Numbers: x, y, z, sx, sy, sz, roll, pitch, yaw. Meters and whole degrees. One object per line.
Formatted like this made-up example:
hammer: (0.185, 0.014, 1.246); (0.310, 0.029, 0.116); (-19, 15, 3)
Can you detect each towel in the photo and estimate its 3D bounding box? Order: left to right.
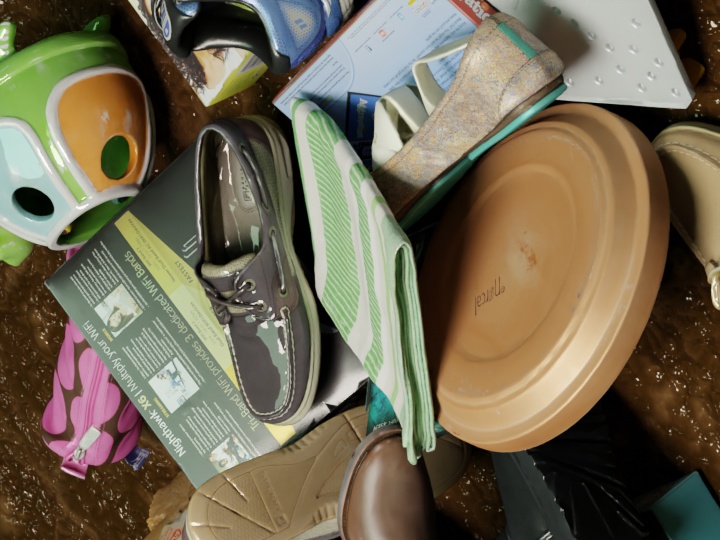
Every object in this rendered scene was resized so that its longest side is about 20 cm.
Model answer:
towel: (0.000, 0.000, 1.231); (0.200, 0.023, 0.154); (-119, 18, -55)

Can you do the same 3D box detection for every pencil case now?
pencil case: (-0.188, 0.057, 1.543); (0.090, 0.094, 0.201); (20, 131, 8)

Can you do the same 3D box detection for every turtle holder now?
turtle holder: (-0.223, -0.079, 1.443); (0.185, 0.141, 0.132); (-33, 77, 18)

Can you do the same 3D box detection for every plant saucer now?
plant saucer: (0.092, 0.000, 1.165); (0.200, 0.032, 0.202); (-36, 43, 42)

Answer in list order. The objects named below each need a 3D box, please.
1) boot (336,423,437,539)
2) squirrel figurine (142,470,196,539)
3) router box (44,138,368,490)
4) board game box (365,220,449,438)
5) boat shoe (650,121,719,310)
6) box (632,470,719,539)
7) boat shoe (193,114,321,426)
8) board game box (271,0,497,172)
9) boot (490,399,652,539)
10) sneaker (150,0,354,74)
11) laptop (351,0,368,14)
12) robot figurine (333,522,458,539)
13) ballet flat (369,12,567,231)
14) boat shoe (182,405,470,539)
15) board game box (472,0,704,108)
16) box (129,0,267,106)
boot: (0.063, 0.206, 1.200); (0.200, 0.064, 0.188); (36, 137, 53)
squirrel figurine: (-0.078, 0.242, 1.526); (0.187, 0.141, 0.200); (49, -174, -27)
router box: (-0.093, 0.034, 1.405); (0.157, 0.052, 0.200); (-40, 80, 15)
board game box: (0.077, 0.021, 1.234); (0.199, 0.028, 0.136); (-25, 51, 49)
boat shoe: (0.220, -0.001, 1.107); (0.200, 0.064, 0.072); (44, 137, 19)
box: (0.216, 0.227, 1.257); (0.201, 0.049, 0.082); (59, 142, 2)
boat shoe: (-0.073, 0.000, 1.329); (0.071, 0.065, 0.202); (-7, 87, 34)
board game box: (0.027, -0.109, 1.232); (0.103, 0.019, 0.200); (42, 149, -7)
boot: (0.099, 0.161, 1.265); (0.163, 0.073, 0.199); (-63, 37, 42)
sneaker: (-0.106, -0.184, 1.257); (0.199, 0.089, 0.079); (30, 158, 13)
laptop: (0.010, -0.265, 1.212); (0.176, 0.103, 0.202); (-4, 84, 46)
robot figurine: (-0.004, 0.243, 1.379); (0.150, 0.199, 0.126); (31, 132, 30)
ballet flat: (0.047, -0.085, 1.174); (0.067, 0.068, 0.200); (50, 142, 2)
boat shoe: (-0.025, 0.137, 1.341); (0.072, 0.199, 0.065); (68, 156, 4)
board game box: (0.072, -0.176, 1.134); (0.199, 0.026, 0.201); (10, 142, 43)
box: (-0.127, -0.210, 1.356); (0.200, 0.050, 0.075); (53, 139, 9)
